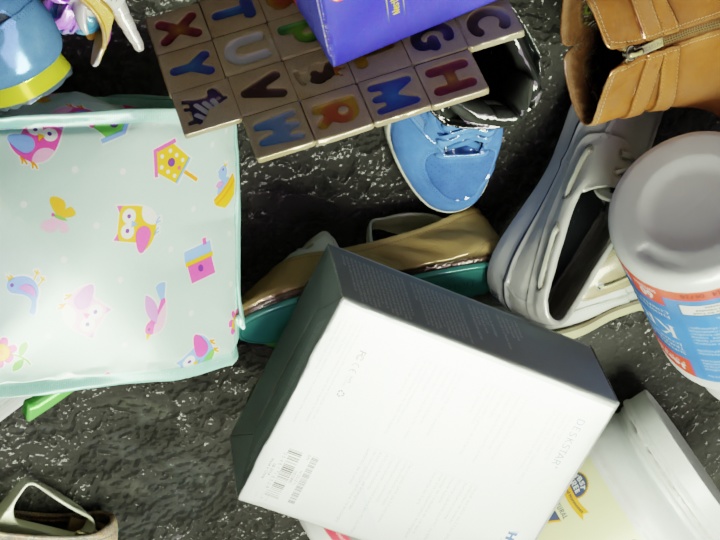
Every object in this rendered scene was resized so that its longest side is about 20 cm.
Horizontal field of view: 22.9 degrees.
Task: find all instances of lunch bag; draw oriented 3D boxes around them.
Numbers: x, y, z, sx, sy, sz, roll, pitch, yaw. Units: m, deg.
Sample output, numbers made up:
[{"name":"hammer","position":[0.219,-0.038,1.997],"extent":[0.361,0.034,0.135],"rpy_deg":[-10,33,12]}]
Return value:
[{"name":"lunch bag","position":[-0.164,-0.019,1.038],"extent":[0.198,0.122,0.172],"rpy_deg":[-4,100,-21]}]

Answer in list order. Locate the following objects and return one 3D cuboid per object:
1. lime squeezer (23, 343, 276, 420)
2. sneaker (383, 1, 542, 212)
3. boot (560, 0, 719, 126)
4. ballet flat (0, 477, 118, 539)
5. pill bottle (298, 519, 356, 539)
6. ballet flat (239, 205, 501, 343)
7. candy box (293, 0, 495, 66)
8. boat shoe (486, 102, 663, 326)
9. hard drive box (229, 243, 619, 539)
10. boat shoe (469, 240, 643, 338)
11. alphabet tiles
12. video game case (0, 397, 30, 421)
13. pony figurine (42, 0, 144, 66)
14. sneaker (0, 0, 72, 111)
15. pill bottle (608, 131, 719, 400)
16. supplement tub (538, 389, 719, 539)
[{"name":"lime squeezer","position":[-0.121,0.049,1.156],"extent":[0.198,0.038,0.071],"rpy_deg":[-13,119,-30]},{"name":"sneaker","position":[0.063,-0.100,1.095],"extent":[0.076,0.112,0.201],"rpy_deg":[-10,128,-12]},{"name":"boot","position":[0.204,-0.120,1.111],"extent":[0.155,0.076,0.202],"rpy_deg":[-31,124,-27]},{"name":"ballet flat","position":[-0.256,0.171,1.224],"extent":[0.199,0.068,0.068],"rpy_deg":[17,99,-35]},{"name":"pill bottle","position":[0.056,0.132,1.261],"extent":[0.200,0.111,0.111],"rpy_deg":[-39,128,13]},{"name":"ballet flat","position":[0.000,0.000,1.178],"extent":[0.198,0.063,0.069],"rpy_deg":[-11,151,-18]},{"name":"candy box","position":[0.048,-0.226,0.953],"extent":[0.198,0.077,0.170],"rpy_deg":[-23,140,-11]},{"name":"boat shoe","position":[0.156,-0.056,1.154],"extent":[0.072,0.066,0.201],"rpy_deg":[37,85,-41]},{"name":"hard drive box","position":[0.038,0.096,1.133],"extent":[0.198,0.077,0.157],"rpy_deg":[22,112,-18]},{"name":"boat shoe","position":[0.159,-0.002,1.232],"extent":[0.198,0.075,0.069],"rpy_deg":[-14,119,-14]},{"name":"alphabet tiles","position":[-0.017,-0.138,1.005],"extent":[0.198,0.167,0.006],"rpy_deg":[-17,141,-6]},{"name":"video game case","position":[-0.274,0.031,1.133],"extent":[0.199,0.023,0.182],"rpy_deg":[-36,128,10]},{"name":"pony figurine","position":[-0.150,-0.224,0.923],"extent":[0.192,0.166,0.201],"rpy_deg":[25,99,-40]},{"name":"sneaker","position":[-0.238,-0.130,0.948],"extent":[0.066,0.199,0.079],"rpy_deg":[-49,128,-37]},{"name":"pill bottle","position":[0.236,0.009,1.144],"extent":[0.112,0.113,0.200],"rpy_deg":[-30,141,4]},{"name":"supplement tub","position":[0.166,0.196,1.326],"extent":[0.199,0.145,0.145],"rpy_deg":[-36,128,8]}]
